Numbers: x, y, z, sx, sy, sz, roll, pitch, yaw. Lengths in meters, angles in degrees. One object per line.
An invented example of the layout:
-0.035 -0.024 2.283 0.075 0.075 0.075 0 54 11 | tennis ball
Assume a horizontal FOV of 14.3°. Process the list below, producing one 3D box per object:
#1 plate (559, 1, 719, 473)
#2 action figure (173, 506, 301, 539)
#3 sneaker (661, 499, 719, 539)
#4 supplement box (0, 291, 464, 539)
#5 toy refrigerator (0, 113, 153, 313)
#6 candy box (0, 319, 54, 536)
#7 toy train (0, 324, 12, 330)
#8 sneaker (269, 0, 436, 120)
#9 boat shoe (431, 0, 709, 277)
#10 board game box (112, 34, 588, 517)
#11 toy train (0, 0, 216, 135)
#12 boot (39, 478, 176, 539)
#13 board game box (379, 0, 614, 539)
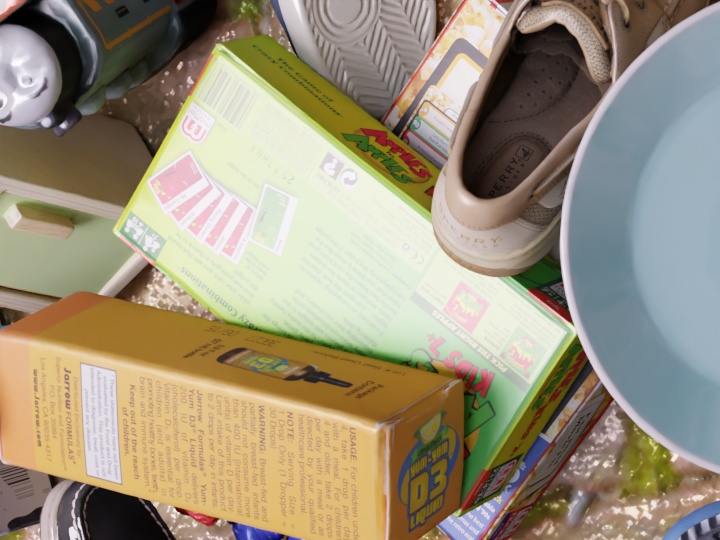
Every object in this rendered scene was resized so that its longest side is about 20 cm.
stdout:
0.174 -0.015 1.157 0.199 0.026 0.202 -1 96 -11 | plate
-0.037 0.111 1.272 0.065 0.099 0.200 -36 75 -13 | action figure
0.219 0.114 1.178 0.199 0.078 0.066 -6 90 6 | sneaker
-0.057 0.063 1.195 0.199 0.066 0.069 10 112 31 | supplement box
-0.172 -0.034 1.257 0.076 0.200 0.070 -42 60 21 | toy refrigerator
-0.255 0.051 1.381 0.167 0.071 0.201 -19 87 25 | candy box
-0.215 0.063 1.219 0.115 0.200 0.085 -9 91 18 | toy train
-0.033 -0.160 1.265 0.084 0.075 0.201 3 117 63 | sneaker
0.093 -0.091 1.163 0.071 0.065 0.201 23 69 12 | boat shoe
0.000 0.000 1.215 0.200 0.048 0.102 39 115 16 | board game box
-0.133 -0.124 1.237 0.085 0.200 0.114 -35 95 21 | toy train
-0.043 0.162 1.205 0.150 0.073 0.201 -24 91 45 | boot
0.057 0.000 1.244 0.151 0.046 0.200 42 111 16 | board game box
